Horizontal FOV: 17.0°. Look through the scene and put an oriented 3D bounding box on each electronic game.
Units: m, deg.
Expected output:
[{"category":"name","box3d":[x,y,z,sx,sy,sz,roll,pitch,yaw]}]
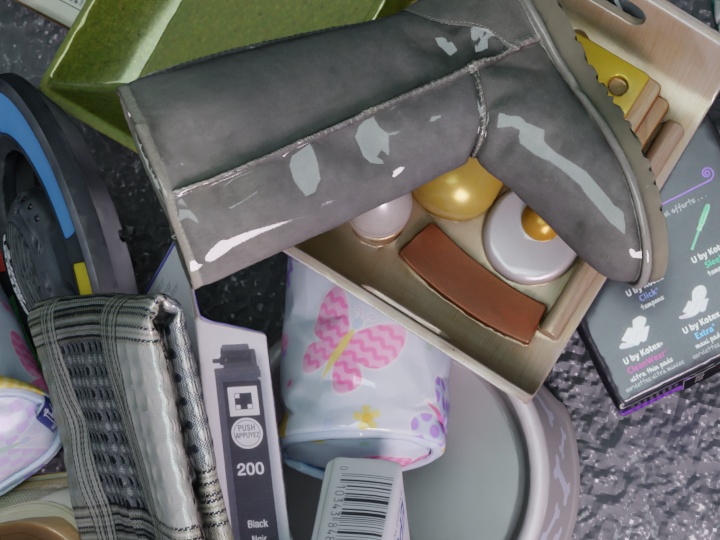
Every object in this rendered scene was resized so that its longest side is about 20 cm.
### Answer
[{"category":"electronic game","box3d":[-0.159,-0.003,1.237,0.041,0.200,0.201,-17,82,-21]}]

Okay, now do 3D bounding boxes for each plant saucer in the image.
[{"category":"plant saucer","box3d":[-0.045,-0.135,1.187,0.199,0.048,0.201,30,90,45]}]

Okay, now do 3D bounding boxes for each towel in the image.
[{"category":"towel","box3d":[-0.105,0.109,1.107,0.034,0.192,0.201,-15,95,-24]}]

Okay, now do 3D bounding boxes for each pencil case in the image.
[{"category":"pencil case","box3d":[-0.224,0.027,1.252,0.083,0.091,0.200,-36,50,6]},{"category":"pencil case","box3d":[0.000,0.000,1.197,0.090,0.083,0.201,-8,71,23]}]

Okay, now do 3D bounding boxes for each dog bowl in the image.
[{"category":"dog bowl","box3d":[0.014,0.107,1.261,0.199,0.059,0.201,-1,85,9]}]

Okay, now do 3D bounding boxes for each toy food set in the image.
[{"category":"toy food set","box3d":[0.068,-0.058,1.126,0.143,0.060,0.201,31,81,8]}]

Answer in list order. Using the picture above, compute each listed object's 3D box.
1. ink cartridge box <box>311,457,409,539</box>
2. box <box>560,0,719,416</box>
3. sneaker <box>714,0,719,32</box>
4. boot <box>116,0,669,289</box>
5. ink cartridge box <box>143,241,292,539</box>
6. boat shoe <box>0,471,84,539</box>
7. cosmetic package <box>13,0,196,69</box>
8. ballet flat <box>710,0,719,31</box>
[{"category":"ink cartridge box","box3d":[-0.002,0.226,1.123,0.043,0.201,0.197,1,45,11]},{"category":"box","box3d":[0.134,-0.039,1.218,0.106,0.122,0.201,-27,83,3]},{"category":"sneaker","box3d":[0.214,-0.179,1.196,0.077,0.091,0.201,-2,57,2]},{"category":"boot","box3d":[0.014,-0.040,1.057,0.199,0.073,0.182,-22,69,-17]},{"category":"ink cartridge box","box3d":[-0.083,0.106,1.204,0.043,0.198,0.201,-2,70,-19]},{"category":"boat shoe","box3d":[-0.202,0.143,1.274,0.199,0.065,0.072,-13,115,39]},{"category":"cosmetic package","box3d":[-0.149,-0.182,1.304,0.199,0.071,0.106,30,90,10]},{"category":"ballet flat","box3d":[0.230,-0.067,1.215,0.063,0.067,0.201,-14,66,4]}]
